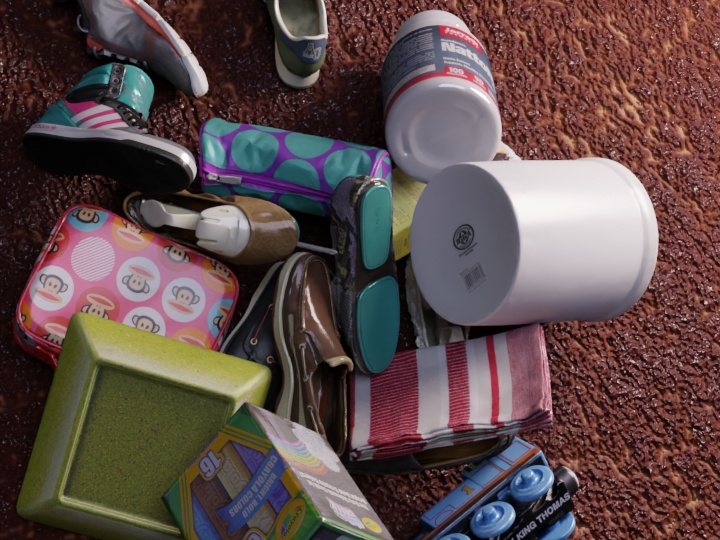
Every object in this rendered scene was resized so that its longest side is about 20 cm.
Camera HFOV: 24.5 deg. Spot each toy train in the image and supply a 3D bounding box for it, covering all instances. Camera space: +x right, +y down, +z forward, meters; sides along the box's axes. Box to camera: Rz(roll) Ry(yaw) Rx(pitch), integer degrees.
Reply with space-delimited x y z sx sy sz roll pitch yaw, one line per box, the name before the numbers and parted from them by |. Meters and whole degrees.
toy train | 0.119 0.249 1.603 0.199 0.114 0.087 -37 117 -17

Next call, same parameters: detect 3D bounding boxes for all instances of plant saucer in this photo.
plant saucer | -0.200 0.163 1.538 0.197 0.048 0.202 16 92 -8

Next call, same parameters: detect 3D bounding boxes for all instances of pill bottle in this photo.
pill bottle | 0.081 -0.188 1.727 0.118 0.121 0.201 13 33 -10

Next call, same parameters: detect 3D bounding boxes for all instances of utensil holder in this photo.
utensil holder | 0.171 -0.030 1.662 0.198 0.170 0.172 -1 67 -41

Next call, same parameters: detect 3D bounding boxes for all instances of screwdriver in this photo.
screwdriver | -0.097 -0.035 1.630 0.029 0.199 0.028 27 79 -42

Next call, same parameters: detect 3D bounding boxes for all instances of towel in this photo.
towel | 0.084 0.114 1.594 0.197 0.023 0.145 -12 34 9

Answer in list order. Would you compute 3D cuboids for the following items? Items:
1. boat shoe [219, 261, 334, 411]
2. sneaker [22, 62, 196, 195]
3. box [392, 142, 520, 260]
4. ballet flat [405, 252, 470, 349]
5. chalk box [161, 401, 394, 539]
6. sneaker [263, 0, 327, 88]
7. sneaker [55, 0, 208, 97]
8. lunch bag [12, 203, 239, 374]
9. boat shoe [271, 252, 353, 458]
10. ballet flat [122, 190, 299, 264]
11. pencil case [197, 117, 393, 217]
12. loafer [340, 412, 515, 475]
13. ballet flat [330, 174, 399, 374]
boat shoe | -0.087 0.077 1.631 0.074 0.063 0.203 46 57 -36
sneaker | -0.228 -0.146 1.655 0.198 0.084 0.121 13 54 26
box | 0.071 -0.080 1.746 0.199 0.050 0.075 -33 60 -24
ballet flat | 0.090 0.058 1.699 0.071 0.072 0.202 0 68 -16
chalk box | -0.060 0.238 1.449 0.124 0.124 0.200 -47 48 11
sneaker | -0.073 -0.305 1.783 0.066 0.090 0.202 -8 71 -17
sneaker | -0.243 -0.243 1.735 0.082 0.077 0.200 -44 84 1
lunch bag | -0.230 0.049 1.602 0.198 0.082 0.178 26 65 -5
boat shoe | -0.036 0.084 1.583 0.074 0.074 0.205 2 86 -51
ballet flat | -0.155 -0.047 1.615 0.072 0.198 0.069 -1 105 -55
pencil case | -0.066 -0.096 1.673 0.197 0.086 0.093 11 33 13
loafer | 0.051 0.162 1.608 0.197 0.072 0.074 -12 94 9
ballet flat | 0.000 0.000 1.612 0.071 0.072 0.203 -9 113 -19
